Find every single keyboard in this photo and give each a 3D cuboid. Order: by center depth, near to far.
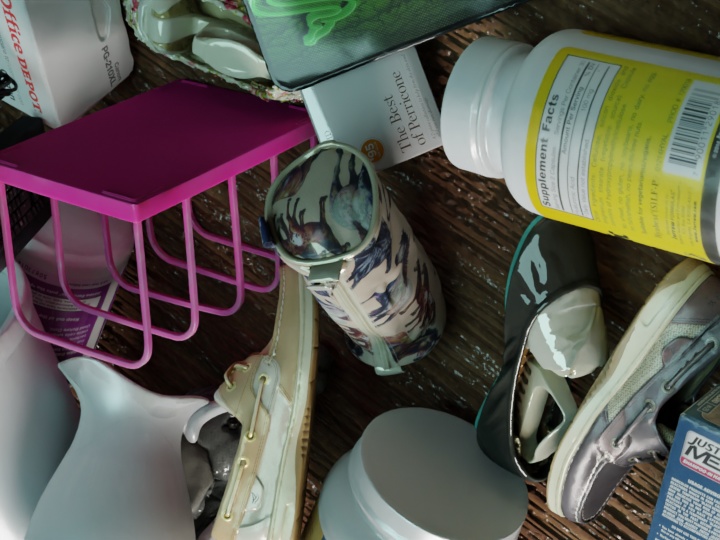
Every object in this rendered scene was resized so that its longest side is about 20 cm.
[{"bbox_3d":[-0.250,-0.069,1.072,0.020,0.200,0.129,-9,109,9],"label":"keyboard"}]

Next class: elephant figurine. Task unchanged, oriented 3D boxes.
[{"bbox_3d":[-0.113,0.145,1.199,0.141,0.153,0.203,-155,64,-67],"label":"elephant figurine"}]

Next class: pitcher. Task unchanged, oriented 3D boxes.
[{"bbox_3d":[-0.145,0.175,1.095,0.121,0.169,0.203,147,132,-74],"label":"pitcher"}]

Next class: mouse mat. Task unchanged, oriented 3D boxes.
[{"bbox_3d":[0.011,-0.216,0.965,0.198,0.008,0.163,-19,95,13],"label":"mouse mat"}]

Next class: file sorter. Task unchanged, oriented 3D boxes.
[{"bbox_3d":[-0.134,-0.035,1.083,0.138,0.199,0.127,16,119,32],"label":"file sorter"}]

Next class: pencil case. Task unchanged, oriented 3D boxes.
[{"bbox_3d":[0.000,0.000,1.006,0.077,0.200,0.091,7,69,19],"label":"pencil case"}]

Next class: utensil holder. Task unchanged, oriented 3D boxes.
[{"bbox_3d":[-0.289,0.114,1.150,0.168,0.170,0.202,11,133,34],"label":"utensil holder"}]

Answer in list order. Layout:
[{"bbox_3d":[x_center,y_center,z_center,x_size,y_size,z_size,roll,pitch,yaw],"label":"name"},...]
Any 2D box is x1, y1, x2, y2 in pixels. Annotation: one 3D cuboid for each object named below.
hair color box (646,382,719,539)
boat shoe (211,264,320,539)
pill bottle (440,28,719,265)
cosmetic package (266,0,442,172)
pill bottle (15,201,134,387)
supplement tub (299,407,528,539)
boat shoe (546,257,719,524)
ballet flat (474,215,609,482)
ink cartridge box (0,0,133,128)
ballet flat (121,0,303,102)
[{"bbox_3d":[0.217,0.165,0.952,0.060,0.100,0.202,25,121,29],"label":"hair color box"},{"bbox_3d":[-0.065,0.090,1.061,0.068,0.074,0.203,6,84,2],"label":"boat shoe"},{"bbox_3d":[0.149,-0.077,0.904,0.198,0.111,0.113,18,118,32],"label":"pill bottle"},{"bbox_3d":[-0.015,-0.162,1.012,0.082,0.051,0.202,-22,95,2],"label":"cosmetic package"},{"bbox_3d":[-0.259,0.029,1.259,0.112,0.112,0.201,40,126,18],"label":"pill bottle"},{"bbox_3d":[0.023,0.210,1.089,0.144,0.144,0.201,37,126,20],"label":"supplement tub"},{"bbox_3d":[0.178,0.087,0.973,0.065,0.072,0.202,38,121,25],"label":"boat shoe"},{"bbox_3d":[0.123,0.056,0.996,0.069,0.067,0.202,50,146,39],"label":"ballet flat"},{"bbox_3d":[-0.277,-0.213,1.167,0.199,0.084,0.146,28,148,26],"label":"ink cartridge box"},{"bbox_3d":[-0.106,-0.169,1.096,0.198,0.064,0.077,22,120,30],"label":"ballet flat"}]
